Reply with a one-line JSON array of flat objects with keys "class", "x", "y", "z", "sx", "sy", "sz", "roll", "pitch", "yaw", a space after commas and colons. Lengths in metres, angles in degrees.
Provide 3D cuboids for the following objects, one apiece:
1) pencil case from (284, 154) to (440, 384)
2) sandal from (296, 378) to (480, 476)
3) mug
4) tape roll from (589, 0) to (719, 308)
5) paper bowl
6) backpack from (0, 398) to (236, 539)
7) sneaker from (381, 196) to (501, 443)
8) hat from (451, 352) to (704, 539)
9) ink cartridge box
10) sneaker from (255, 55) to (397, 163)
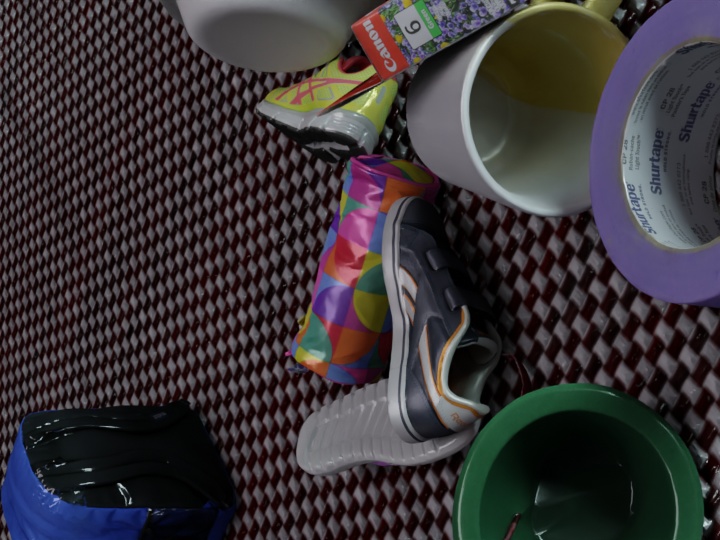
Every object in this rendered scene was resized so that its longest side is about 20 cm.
[{"class": "pencil case", "x": 0.000, "y": 0.000, "z": 1.510, "sx": 0.088, "sy": 0.088, "sz": 0.200, "roll": 41, "pitch": 116, "yaw": 53}, {"class": "sandal", "x": 0.030, "y": 0.129, "z": 1.477, "sx": 0.203, "sy": 0.050, "sz": 0.082, "roll": -12, "pitch": 59, "yaw": 44}, {"class": "mug", "x": 0.123, "y": -0.124, "z": 1.324, "sx": 0.153, "sy": 0.187, "sz": 0.149, "roll": 9, "pitch": 125, "yaw": 66}, {"class": "tape roll", "x": 0.240, "y": -0.074, "z": 1.144, "sx": 0.200, "sy": 0.085, "sz": 0.200, "roll": -15, "pitch": 72, "yaw": 57}, {"class": "paper bowl", "x": -0.077, "y": -0.244, "z": 1.556, "sx": 0.201, "sy": 0.201, "sz": 0.104, "roll": -24, "pitch": 55, "yaw": 54}, {"class": "backpack", "x": -0.247, "y": 0.229, "z": 1.754, "sx": 0.163, "sy": 0.200, "sz": 0.168, "roll": 52, "pitch": 127, "yaw": 47}, {"class": "sneaker", "x": 0.067, "y": 0.032, "z": 1.403, "sx": 0.079, "sy": 0.078, "sz": 0.200, "roll": -15, "pitch": 68, "yaw": 32}, {"class": "hat", "x": 0.153, "y": 0.164, "z": 1.278, "sx": 0.176, "sy": 0.166, "sz": 0.200, "roll": 64, "pitch": -138, "yaw": -79}, {"class": "ink cartridge box", "x": 0.053, "y": -0.185, "z": 1.289, "sx": 0.200, "sy": 0.109, "sz": 0.050, "roll": -25, "pitch": 100, "yaw": 37}, {"class": "sneaker", "x": -0.022, "y": -0.148, "z": 1.596, "sx": 0.090, "sy": 0.078, "sz": 0.200, "roll": -60, "pitch": 28, "yaw": -6}]
